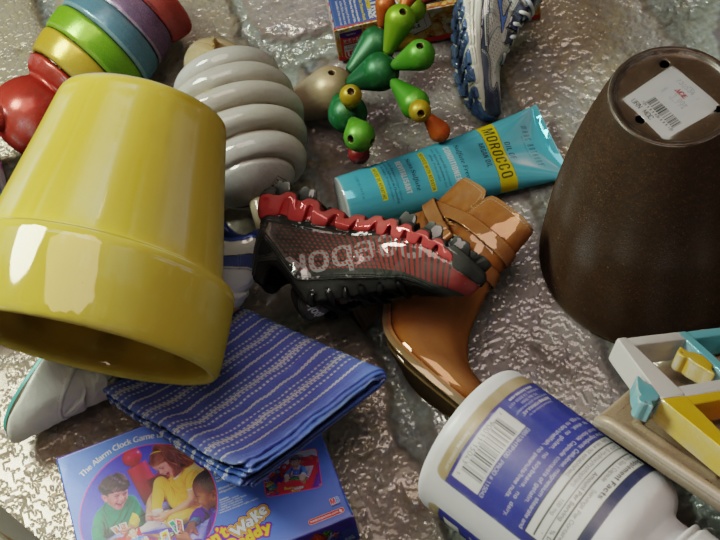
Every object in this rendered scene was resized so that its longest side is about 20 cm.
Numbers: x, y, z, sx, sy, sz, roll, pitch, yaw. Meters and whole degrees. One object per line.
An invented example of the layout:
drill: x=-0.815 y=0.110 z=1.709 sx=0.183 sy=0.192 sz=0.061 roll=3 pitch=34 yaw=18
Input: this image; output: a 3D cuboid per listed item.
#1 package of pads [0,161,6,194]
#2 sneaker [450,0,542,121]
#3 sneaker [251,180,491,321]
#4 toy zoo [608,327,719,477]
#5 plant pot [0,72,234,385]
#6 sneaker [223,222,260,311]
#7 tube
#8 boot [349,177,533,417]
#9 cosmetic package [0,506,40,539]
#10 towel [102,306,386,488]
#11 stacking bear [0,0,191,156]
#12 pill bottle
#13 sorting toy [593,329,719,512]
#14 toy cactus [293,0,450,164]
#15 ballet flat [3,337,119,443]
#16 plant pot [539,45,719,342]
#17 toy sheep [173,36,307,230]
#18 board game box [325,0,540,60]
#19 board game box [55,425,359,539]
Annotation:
package of pads: x=-0.365 y=-0.036 z=1.108 sx=0.120 sy=0.076 sz=0.201 roll=-22 pitch=57 yaw=-3
sneaker: x=0.126 y=-0.236 z=1.135 sx=0.085 sy=0.077 sz=0.202 roll=-2 pitch=90 yaw=-5
sneaker: x=0.000 y=0.000 z=0.969 sx=0.199 sy=0.071 sz=0.098 roll=14 pitch=77 yaw=24
toy zoo: x=0.265 y=0.089 z=0.888 sx=0.199 sy=0.021 sz=0.131 roll=-4 pitch=37 yaw=-32
plant pot: x=-0.180 y=-0.032 z=0.924 sx=0.199 sy=0.201 sz=0.190 roll=9 pitch=75 yaw=13
sneaker: x=-0.162 y=-0.053 z=1.046 sx=0.200 sy=0.075 sz=0.088 roll=37 pitch=106 yaw=3
tube: x=0.077 y=-0.084 z=1.099 sx=0.199 sy=0.050 sz=0.078 roll=-18 pitch=72 yaw=-9
boot: x=0.081 y=0.017 z=1.005 sx=0.154 sy=0.074 sz=0.200 roll=-37 pitch=56 yaw=-7
cosmetic package: x=-0.312 y=0.210 z=0.932 sx=0.199 sy=0.071 sz=0.106 roll=30 pitch=84 yaw=25
towel: x=-0.092 y=0.087 z=0.965 sx=0.144 sy=0.024 sz=0.199 roll=-35 pitch=34 yaw=-29
stacking bear: x=-0.262 y=-0.191 z=1.178 sx=0.113 sy=0.122 sz=0.200 roll=33 pitch=76 yaw=33
pill bottle: x=0.150 y=0.171 z=0.878 sx=0.200 sy=0.120 sz=0.120 roll=36 pitch=68 yaw=25
sorting toy: x=0.279 y=0.127 z=0.891 sx=0.185 sy=0.037 sz=0.200 roll=34 pitch=34 yaw=25
toy cactus: x=0.007 y=-0.168 z=1.124 sx=0.164 sy=0.102 sz=0.201 roll=-15 pitch=51 yaw=39
ballet flat: x=-0.212 y=0.063 z=1.035 sx=0.069 sy=0.070 sz=0.201 roll=19 pitch=59 yaw=19
plant pot: x=0.231 y=-0.069 z=0.972 sx=0.186 sy=0.200 sz=0.188 roll=-4 pitch=58 yaw=6
toy sheep: x=-0.110 y=-0.117 z=1.097 sx=0.137 sy=0.138 sz=0.201 roll=-19 pitch=71 yaw=-4
board game box: x=0.060 y=-0.292 z=1.228 sx=0.199 sy=0.046 sz=0.152 roll=-12 pitch=57 yaw=0
board game box: x=-0.117 y=0.172 z=0.959 sx=0.199 sy=0.045 sz=0.135 roll=-20 pitch=57 yaw=-5
